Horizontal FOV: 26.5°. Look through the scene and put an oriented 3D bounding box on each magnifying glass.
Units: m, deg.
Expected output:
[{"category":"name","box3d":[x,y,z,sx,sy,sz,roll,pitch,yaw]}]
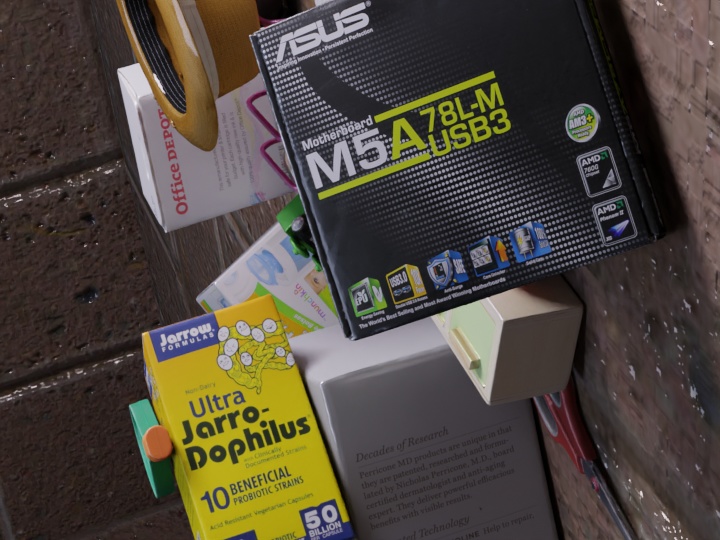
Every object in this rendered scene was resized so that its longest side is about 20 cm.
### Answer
[{"category":"magnifying glass","box3d":[-0.163,0.139,1.200,0.200,0.022,0.080,142,111,-76]}]

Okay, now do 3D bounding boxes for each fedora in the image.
[{"category":"fedora","box3d":[-0.128,-0.196,1.172,0.201,0.081,0.202,56,159,34]}]

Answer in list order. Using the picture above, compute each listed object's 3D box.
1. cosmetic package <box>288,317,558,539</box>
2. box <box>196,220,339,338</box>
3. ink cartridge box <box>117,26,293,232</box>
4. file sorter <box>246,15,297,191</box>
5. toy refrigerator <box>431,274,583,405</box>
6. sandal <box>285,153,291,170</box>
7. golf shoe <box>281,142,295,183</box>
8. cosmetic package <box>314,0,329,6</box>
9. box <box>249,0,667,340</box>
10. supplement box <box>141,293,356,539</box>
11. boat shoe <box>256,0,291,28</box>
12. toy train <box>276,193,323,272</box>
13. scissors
[{"category":"cosmetic package","box3d":[0.043,0.145,1.239,0.167,0.165,0.202,-154,50,-72]},{"category":"box","box3d":[-0.046,0.059,1.451,0.200,0.112,0.101,48,162,-4]},{"category":"ink cartridge box","box3d":[-0.120,-0.144,1.474,0.086,0.198,0.149,-128,25,-55]},{"category":"file sorter","box3d":[-0.032,-0.182,1.233,0.139,0.124,0.202,-132,29,-60]},{"category":"toy refrigerator","box3d":[0.080,0.001,1.100,0.201,0.069,0.077,-122,30,-46]},{"category":"sandal","box3d":[0.019,-0.060,1.331,0.211,0.078,0.070,39,-178,42]},{"category":"golf shoe","box3d":[-0.016,-0.071,1.448,0.092,0.072,0.201,32,146,42]},{"category":"cosmetic package","box3d":[0.045,-0.158,1.009,0.074,0.101,0.201,86,160,-48]},{"category":"box","box3d":[0.055,-0.080,0.885,0.047,0.198,0.195,-17,-90,-70]},{"category":"supplement box","box3d":[-0.090,0.140,1.179,0.110,0.108,0.202,109,143,-68]},{"category":"boat shoe","box3d":[-0.097,-0.245,1.560,0.065,0.073,0.200,58,166,14]},{"category":"toy train","box3d":[0.000,0.000,1.309,0.200,0.042,0.057,39,-169,-42]},{"category":"scissors","box3d":[0.164,0.143,1.084,0.073,0.014,0.202,108,142,-63]}]
